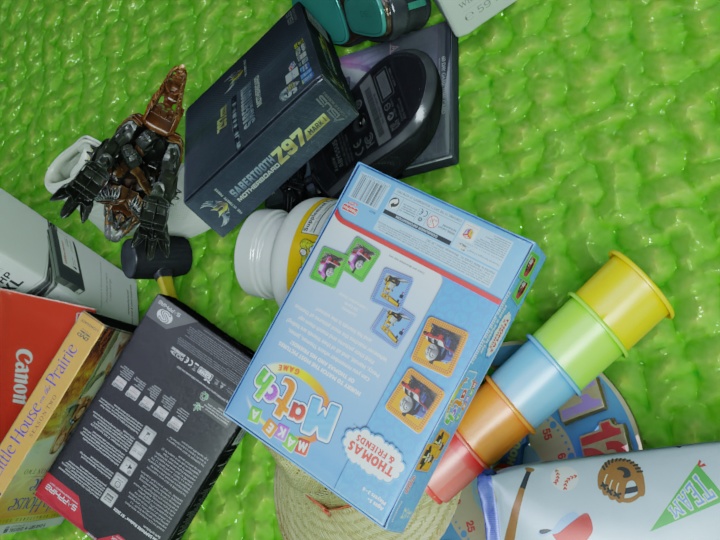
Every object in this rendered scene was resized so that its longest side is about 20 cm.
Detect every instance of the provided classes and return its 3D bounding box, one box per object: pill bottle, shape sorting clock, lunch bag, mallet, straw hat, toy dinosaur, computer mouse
[{"bbox_3d":[0.000,0.000,0.735,0.197,0.104,0.106,10,74,29],"label":"pill bottle"},{"bbox_3d":[0.103,0.146,0.653,0.197,0.039,0.204,-15,61,28],"label":"shape sorting clock"},{"bbox_3d":[0.158,0.203,0.518,0.167,0.124,0.204,-8,78,10],"label":"lunch bag"},{"bbox_3d":[-0.177,0.052,0.866,0.041,0.065,0.203,-51,46,43],"label":"mallet"},{"bbox_3d":[-0.023,0.128,0.693,0.199,0.085,0.204,-22,55,35],"label":"straw hat"},{"bbox_3d":[-0.196,-0.095,0.815,0.100,0.202,0.137,10,42,2],"label":"toy dinosaur"},{"bbox_3d":[0.002,-0.113,0.815,0.199,0.052,0.141,-32,55,33],"label":"computer mouse"}]

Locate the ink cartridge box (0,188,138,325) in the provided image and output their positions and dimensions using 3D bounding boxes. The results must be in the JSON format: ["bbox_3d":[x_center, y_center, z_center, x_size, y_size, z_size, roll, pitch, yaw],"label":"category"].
[{"bbox_3d":[-0.330,0.027,0.887,0.143,0.200,0.085,-33,46,16],"label":"ink cartridge box"}]

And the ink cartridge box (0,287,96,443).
[{"bbox_3d":[-0.334,0.101,0.831,0.044,0.170,0.202,-87,13,-55],"label":"ink cartridge box"}]

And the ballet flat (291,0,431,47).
[{"bbox_3d":[0.004,-0.249,0.883,0.074,0.073,0.199,-57,32,-3],"label":"ballet flat"}]

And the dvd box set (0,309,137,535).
[{"bbox_3d":[-0.257,0.137,0.831,0.029,0.146,0.202,30,86,14],"label":"dvd box set"}]

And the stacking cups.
[{"bbox_3d":[0.116,0.078,0.619,0.200,0.061,0.061,-45,52,1],"label":"stacking cups"}]

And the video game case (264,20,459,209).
[{"bbox_3d":[0.000,-0.141,0.869,0.197,0.019,0.145,-12,63,30],"label":"video game case"}]

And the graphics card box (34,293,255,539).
[{"bbox_3d":[-0.171,0.137,0.799,0.124,0.051,0.202,31,90,11],"label":"graphics card box"}]

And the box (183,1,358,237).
[{"bbox_3d":[-0.086,-0.140,0.826,0.157,0.051,0.201,-40,30,16],"label":"box"}]

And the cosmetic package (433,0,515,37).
[{"bbox_3d":[0.087,-0.347,0.780,0.163,0.200,0.167,-31,55,10],"label":"cosmetic package"}]

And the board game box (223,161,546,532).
[{"bbox_3d":[0.013,0.046,0.631,0.150,0.037,0.202,27,86,31],"label":"board game box"}]

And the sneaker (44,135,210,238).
[{"bbox_3d":[-0.224,-0.085,0.930,0.197,0.115,0.075,-7,63,29],"label":"sneaker"}]
